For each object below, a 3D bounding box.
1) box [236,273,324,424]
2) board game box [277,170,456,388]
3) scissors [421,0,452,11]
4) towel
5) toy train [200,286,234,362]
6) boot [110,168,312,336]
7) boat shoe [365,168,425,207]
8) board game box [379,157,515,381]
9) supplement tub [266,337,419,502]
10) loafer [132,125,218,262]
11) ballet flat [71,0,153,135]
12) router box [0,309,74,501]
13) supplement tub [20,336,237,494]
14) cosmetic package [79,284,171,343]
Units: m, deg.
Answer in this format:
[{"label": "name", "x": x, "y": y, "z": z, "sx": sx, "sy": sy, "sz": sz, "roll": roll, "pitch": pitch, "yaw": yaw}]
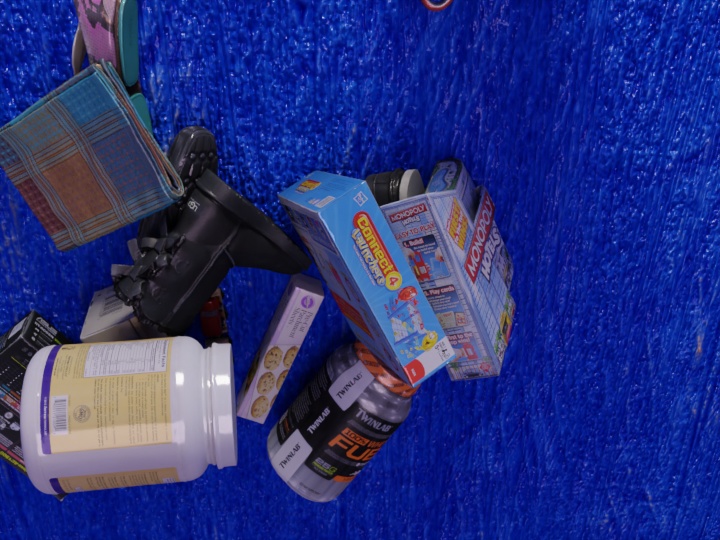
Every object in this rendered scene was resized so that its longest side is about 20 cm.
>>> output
[{"label": "box", "x": -0.102, "y": 0.099, "z": 0.962, "sx": 0.041, "sy": 0.039, "sz": 0.203, "roll": 19, "pitch": 113, "yaw": -19}, {"label": "board game box", "x": 0.000, "y": 0.000, "z": 0.811, "sx": 0.055, "sy": 0.200, "sz": 0.198, "roll": -32, "pitch": 108, "yaw": -9}, {"label": "scissors", "x": 0.130, "y": -0.338, "z": 0.777, "sx": 0.197, "sy": 0.014, "sz": 0.074, "roll": -32, "pitch": 116, "yaw": 11}, {"label": "towel", "x": -0.281, "y": -0.104, "z": 0.781, "sx": 0.197, "sy": 0.022, "sz": 0.149, "roll": -18, "pitch": 112, "yaw": 31}, {"label": "toy train", "x": -0.175, "y": 0.053, "z": 0.923, "sx": 0.033, "sy": 0.046, "sz": 0.204, "roll": -6, "pitch": 119, "yaw": -5}, {"label": "boot", "x": -0.156, "y": 0.000, "z": 0.835, "sx": 0.163, "sy": 0.073, "sz": 0.198, "roll": -51, "pitch": 142, "yaw": 0}, {"label": "boat shoe", "x": 0.054, "y": -0.028, "z": 0.907, "sx": 0.062, "sy": 0.074, "sz": 0.204, "roll": 1, "pitch": 131, "yaw": 25}, {"label": "board game box", "x": 0.104, "y": -0.027, "z": 0.832, "sx": 0.061, "sy": 0.202, "sz": 0.202, "roll": -12, "pitch": 126, "yaw": 32}, {"label": "supplement tub", "x": -0.019, "y": 0.179, "z": 0.970, "sx": 0.121, "sy": 0.123, "sz": 0.201, "roll": 30, "pitch": 110, "yaw": -22}, {"label": "loafer", "x": -0.207, "y": -0.067, "z": 0.838, "sx": 0.067, "sy": 0.070, "sz": 0.204, "roll": -14, "pitch": 134, "yaw": -49}, {"label": "ballet flat", "x": -0.252, "y": -0.181, "z": 0.782, "sx": 0.069, "sy": 0.069, "sz": 0.205, "roll": 5, "pitch": 116, "yaw": 9}, {"label": "router box", "x": -0.381, "y": 0.168, "z": 0.944, "sx": 0.149, "sy": 0.062, "sz": 0.201, "roll": -36, "pitch": 117, "yaw": 10}, {"label": "supplement tub", "x": -0.227, "y": 0.144, "z": 0.791, "sx": 0.195, "sy": 0.146, "sz": 0.149, "roll": -3, "pitch": 119, "yaw": -9}, {"label": "cosmetic package", "x": -0.245, "y": 0.119, "z": 0.916, "sx": 0.072, "sy": 0.104, "sz": 0.203, "roll": -20, "pitch": 120, "yaw": 3}]
